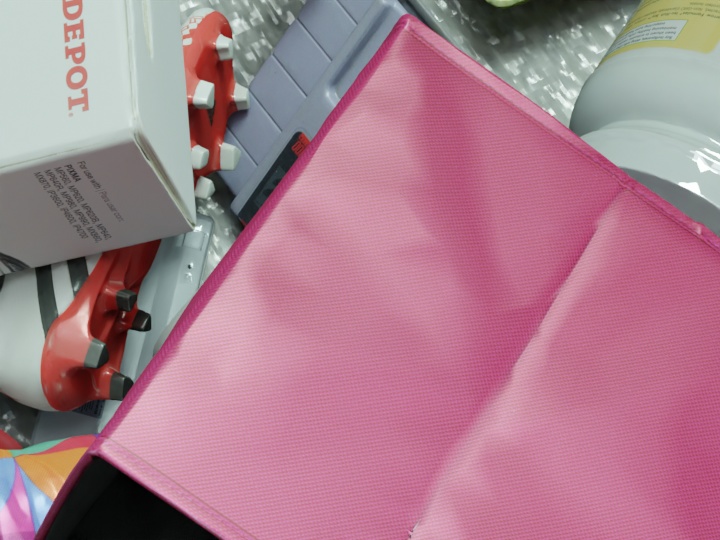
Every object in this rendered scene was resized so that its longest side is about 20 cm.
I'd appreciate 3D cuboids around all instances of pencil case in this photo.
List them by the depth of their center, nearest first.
[{"bbox_3d":[-0.064,0.097,1.014,0.199,0.089,0.089,-6,61,-18],"label":"pencil case"}]

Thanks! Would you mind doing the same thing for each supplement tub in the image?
[{"bbox_3d":[0.180,-0.075,1.126,0.145,0.146,0.200,29,63,12],"label":"supplement tub"}]

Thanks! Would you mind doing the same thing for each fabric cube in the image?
[{"bbox_3d":[0.017,0.078,0.888,0.199,0.196,0.200,35,58,0],"label":"fabric cube"}]

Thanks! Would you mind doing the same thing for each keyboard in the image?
[{"bbox_3d":[-0.108,0.055,1.110,0.056,0.011,0.201,13,61,-4],"label":"keyboard"}]

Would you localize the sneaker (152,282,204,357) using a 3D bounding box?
[{"bbox_3d":[0.000,0.000,1.064,0.081,0.200,0.076,49,33,11],"label":"sneaker"}]

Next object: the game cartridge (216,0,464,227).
[{"bbox_3d":[0.020,-0.025,1.102,0.038,0.130,0.200,3,42,-54],"label":"game cartridge"}]

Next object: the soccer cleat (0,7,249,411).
[{"bbox_3d":[-0.111,-0.033,1.101,0.085,0.069,0.201,13,65,18],"label":"soccer cleat"}]

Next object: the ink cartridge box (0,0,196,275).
[{"bbox_3d":[-0.174,-0.074,1.057,0.199,0.084,0.145,-13,60,11],"label":"ink cartridge box"}]

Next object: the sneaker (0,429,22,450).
[{"bbox_3d":[-0.237,0.076,1.059,0.199,0.071,0.113,20,65,-1],"label":"sneaker"}]

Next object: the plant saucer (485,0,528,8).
[{"bbox_3d":[0.102,-0.223,1.259,0.199,0.048,0.200,-22,65,-15],"label":"plant saucer"}]
